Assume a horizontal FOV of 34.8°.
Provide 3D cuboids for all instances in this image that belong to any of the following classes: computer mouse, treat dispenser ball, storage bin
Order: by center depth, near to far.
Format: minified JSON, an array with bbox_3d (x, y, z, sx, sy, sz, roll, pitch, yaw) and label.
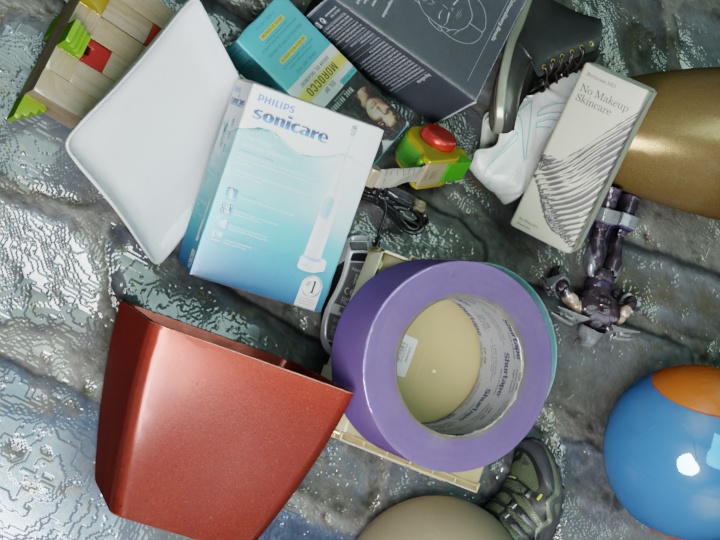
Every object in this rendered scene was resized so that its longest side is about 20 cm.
[{"bbox_3d":[0.058,0.102,1.198,0.198,0.094,0.200,25,82,-21],"label":"storage bin"},{"bbox_3d":[0.000,0.000,1.243,0.110,0.044,0.200,21,83,-23],"label":"computer mouse"},{"bbox_3d":[0.377,0.206,1.304,0.201,0.201,0.201,3,82,-23],"label":"treat dispenser ball"}]

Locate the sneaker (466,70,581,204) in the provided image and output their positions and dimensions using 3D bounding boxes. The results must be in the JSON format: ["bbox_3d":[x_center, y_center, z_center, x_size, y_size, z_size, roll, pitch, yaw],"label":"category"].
[{"bbox_3d":[0.194,-0.179,1.346,0.080,0.070,0.200,35,71,-13],"label":"sneaker"}]

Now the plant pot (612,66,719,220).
[{"bbox_3d":[0.353,-0.161,1.367,0.200,0.186,0.187,6,80,-7],"label":"plant pot"}]

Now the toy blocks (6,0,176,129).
[{"bbox_3d":[-0.244,-0.205,1.154,0.137,0.100,0.200,32,71,-29],"label":"toy blocks"}]

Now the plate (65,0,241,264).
[{"bbox_3d":[-0.192,-0.137,1.141,0.200,0.032,0.200,-55,146,-20],"label":"plate"}]

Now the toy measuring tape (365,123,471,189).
[{"bbox_3d":[0.051,-0.124,1.257,0.200,0.074,0.074,-12,88,-51],"label":"toy measuring tape"}]

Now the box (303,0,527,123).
[{"bbox_3d":[0.058,-0.287,1.280,0.200,0.107,0.149,33,71,-16],"label":"box"}]

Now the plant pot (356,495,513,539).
[{"bbox_3d":[0.085,0.339,1.161,0.200,0.134,0.201,0,89,-5],"label":"plant pot"}]

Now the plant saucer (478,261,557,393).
[{"bbox_3d":[0.132,0.091,1.306,0.200,0.027,0.200,3,83,-23],"label":"plant saucer"}]

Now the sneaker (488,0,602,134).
[{"bbox_3d":[0.213,-0.232,1.305,0.106,0.075,0.200,17,64,4],"label":"sneaker"}]

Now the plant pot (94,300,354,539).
[{"bbox_3d":[-0.153,0.151,1.092,0.200,0.200,0.176,22,86,-20],"label":"plant pot"}]

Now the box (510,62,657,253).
[{"bbox_3d":[0.249,-0.125,1.285,0.082,0.068,0.200,27,107,17],"label":"box"}]

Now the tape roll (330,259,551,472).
[{"bbox_3d":[0.078,0.089,1.110,0.200,0.085,0.200,-1,92,-23],"label":"tape roll"}]

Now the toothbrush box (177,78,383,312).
[{"bbox_3d":[-0.083,-0.077,1.171,0.146,0.085,0.200,16,97,-21],"label":"toothbrush box"}]

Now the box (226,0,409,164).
[{"bbox_3d":[-0.047,-0.198,1.253,0.200,0.049,0.082,44,69,-12],"label":"box"}]

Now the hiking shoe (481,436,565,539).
[{"bbox_3d":[0.160,0.279,1.266,0.101,0.076,0.200,16,78,-24],"label":"hiking shoe"}]

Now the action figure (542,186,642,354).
[{"bbox_3d":[0.285,0.003,1.366,0.130,0.069,0.200,19,80,-28],"label":"action figure"}]
